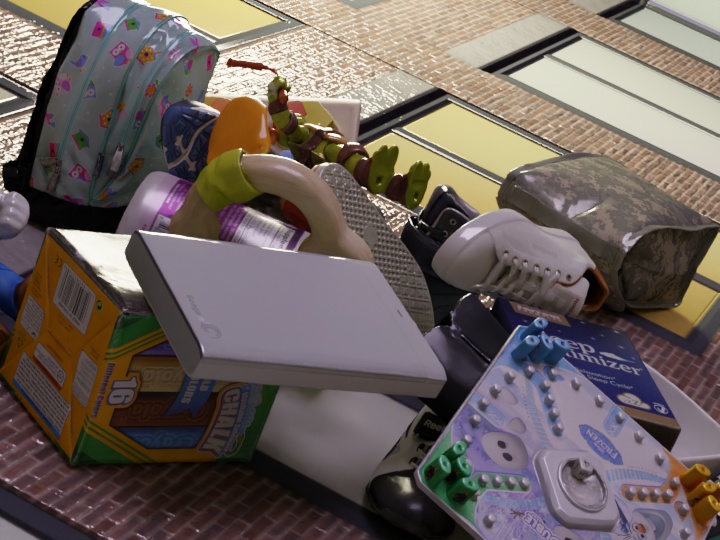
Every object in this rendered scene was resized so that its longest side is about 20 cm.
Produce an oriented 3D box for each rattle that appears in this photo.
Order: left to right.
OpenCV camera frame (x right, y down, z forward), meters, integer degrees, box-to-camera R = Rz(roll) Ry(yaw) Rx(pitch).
[{"bbox_3d":[-0.041,-0.027,1.527,0.200,0.130,0.143,29,14,-11],"label":"rattle"}]

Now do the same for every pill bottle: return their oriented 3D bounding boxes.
[{"bbox_3d":[-0.096,0.006,1.585,0.200,0.112,0.112,23,21,2],"label":"pill bottle"}]

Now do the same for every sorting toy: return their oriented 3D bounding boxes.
[{"bbox_3d":[-0.097,-0.110,1.830,0.185,0.036,0.200,2,40,4],"label":"sorting toy"}]

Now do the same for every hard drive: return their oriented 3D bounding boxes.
[{"bbox_3d":[-0.050,0.031,1.356,0.200,0.026,0.132,8,34,-36],"label":"hard drive"}]

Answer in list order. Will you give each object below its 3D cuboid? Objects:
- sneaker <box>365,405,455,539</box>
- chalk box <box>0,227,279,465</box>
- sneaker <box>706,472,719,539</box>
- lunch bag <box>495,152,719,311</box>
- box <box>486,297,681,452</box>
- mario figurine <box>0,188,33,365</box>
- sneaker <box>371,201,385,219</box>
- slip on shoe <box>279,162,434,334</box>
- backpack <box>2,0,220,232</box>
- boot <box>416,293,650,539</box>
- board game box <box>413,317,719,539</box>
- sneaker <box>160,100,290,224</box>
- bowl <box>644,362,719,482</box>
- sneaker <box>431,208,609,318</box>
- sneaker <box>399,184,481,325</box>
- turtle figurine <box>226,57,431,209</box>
[{"bbox_3d":[0.061,0.130,1.479,0.074,0.089,0.200,26,22,5],"label":"sneaker"},{"bbox_3d":[-0.132,0.056,1.417,0.200,0.124,0.125,5,26,-40],"label":"chalk box"},{"bbox_3d":[0.284,0.189,1.558,0.200,0.080,0.071,-2,31,-47],"label":"sneaker"},{"bbox_3d":[0.245,-0.040,2.037,0.164,0.118,0.200,36,20,30],"label":"lunch bag"},{"bbox_3d":[0.172,0.076,1.595,0.121,0.032,0.200,15,20,-15],"label":"box"},{"bbox_3d":[-0.319,-0.019,1.441,0.200,0.106,0.123,33,25,23],"label":"mario figurine"},{"bbox_3d":[-0.077,-0.067,1.849,0.201,0.067,0.108,27,19,6],"label":"sneaker"},{"bbox_3d":[0.000,0.000,1.650,0.200,0.061,0.074,57,44,-20],"label":"slip on shoe"},{"bbox_3d":[-0.208,-0.138,1.704,0.127,0.200,0.167,25,20,7],"label":"backpack"},{"bbox_3d":[0.099,0.130,1.412,0.200,0.066,0.165,49,39,1],"label":"boot"},{"bbox_3d":[0.155,0.148,1.378,0.200,0.026,0.200,42,40,-1],"label":"board game box"},{"bbox_3d":[-0.111,-0.089,1.679,0.200,0.077,0.085,42,10,-47],"label":"sneaker"},{"bbox_3d":[0.182,0.127,1.622,0.200,0.075,0.200,4,28,-40],"label":"bowl"},{"bbox_3d":[0.144,0.001,1.666,0.200,0.073,0.085,2,39,-50],"label":"sneaker"},{"bbox_3d":[0.019,-0.015,1.711,0.202,0.146,0.077,15,24,-15],"label":"sneaker"},{"bbox_3d":[-0.028,-0.105,1.689,0.161,0.064,0.200,26,-11,40],"label":"turtle figurine"}]
